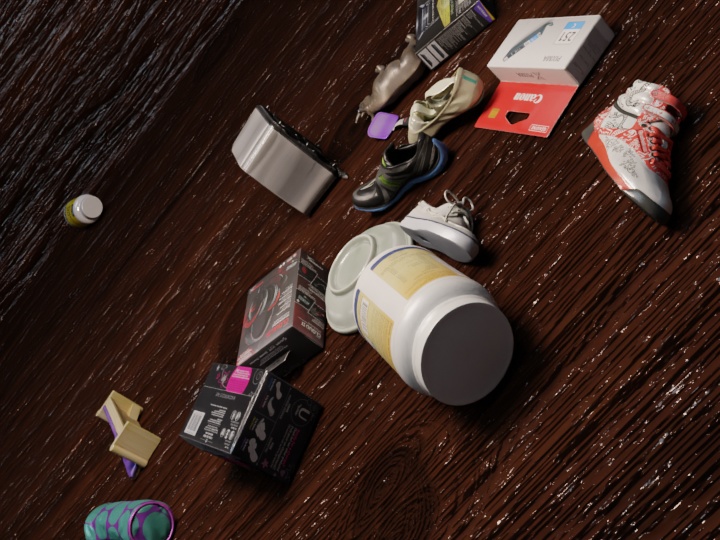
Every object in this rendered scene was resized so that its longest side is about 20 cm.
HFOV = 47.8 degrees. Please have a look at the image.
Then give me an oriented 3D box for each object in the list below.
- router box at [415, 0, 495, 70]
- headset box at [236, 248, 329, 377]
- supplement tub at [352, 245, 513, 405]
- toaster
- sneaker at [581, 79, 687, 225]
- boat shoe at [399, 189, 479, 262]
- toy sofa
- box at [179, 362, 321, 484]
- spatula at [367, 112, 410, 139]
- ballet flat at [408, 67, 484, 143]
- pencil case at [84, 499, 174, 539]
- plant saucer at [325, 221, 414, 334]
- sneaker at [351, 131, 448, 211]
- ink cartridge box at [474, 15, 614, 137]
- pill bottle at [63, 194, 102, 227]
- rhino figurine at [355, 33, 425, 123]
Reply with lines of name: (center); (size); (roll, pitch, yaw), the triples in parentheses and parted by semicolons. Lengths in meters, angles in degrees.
router box: (0.176, -0.494, 1.533); (0.156, 0.052, 0.203); (-33, 35, 34)
headset box: (-0.130, 0.087, 1.368); (0.148, 0.075, 0.203); (-36, 34, 31)
supplement tub: (0.085, 0.064, 0.987); (0.146, 0.143, 0.200); (-53, 28, 2)
toaster: (-0.147, -0.220, 1.617); (0.120, 0.179, 0.200); (-52, 27, 8)
sneaker: (0.326, -0.144, 0.913); (0.108, 0.067, 0.203); (-46, 27, 22)
boat shoe: (0.127, -0.072, 1.152); (0.087, 0.074, 0.202); (-53, 18, -3)
toy sofa: (-0.483, 0.333, 1.651); (0.099, 0.082, 0.199); (-56, 28, -5)
box: (-0.170, 0.230, 1.239); (0.198, 0.114, 0.135); (-5, 56, 57)
spatula: (0.076, -0.268, 1.483); (0.199, 0.020, 0.057); (12, 69, 59)
ballet flat: (0.121, -0.268, 1.334); (0.199, 0.069, 0.071); (-34, 33, 50)
pencil case: (-0.402, 0.445, 1.402); (0.198, 0.085, 0.093); (-22, 26, 46)
plant saucer: (0.000, 0.000, 1.287); (0.199, 0.050, 0.203); (-38, 32, 29)
sneaker: (0.055, -0.167, 1.342); (0.198, 0.082, 0.072); (-31, 35, 38)
ink cartridge box: (0.255, -0.291, 1.205); (0.178, 0.044, 0.199); (-56, 28, -3)
pill bottle: (-1.062, -0.232, 3.125); (0.198, 0.111, 0.113); (-8, 52, 54)
rhino figurine: (0.052, -0.358, 1.575); (0.200, 0.059, 0.089); (-43, 35, 27)
